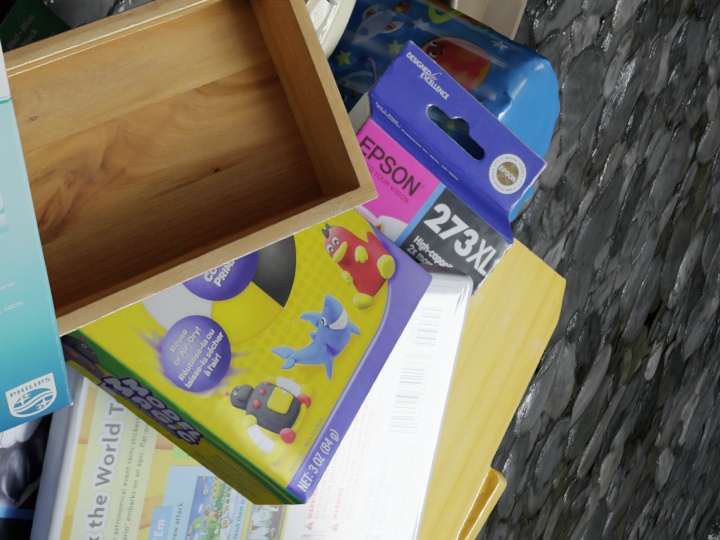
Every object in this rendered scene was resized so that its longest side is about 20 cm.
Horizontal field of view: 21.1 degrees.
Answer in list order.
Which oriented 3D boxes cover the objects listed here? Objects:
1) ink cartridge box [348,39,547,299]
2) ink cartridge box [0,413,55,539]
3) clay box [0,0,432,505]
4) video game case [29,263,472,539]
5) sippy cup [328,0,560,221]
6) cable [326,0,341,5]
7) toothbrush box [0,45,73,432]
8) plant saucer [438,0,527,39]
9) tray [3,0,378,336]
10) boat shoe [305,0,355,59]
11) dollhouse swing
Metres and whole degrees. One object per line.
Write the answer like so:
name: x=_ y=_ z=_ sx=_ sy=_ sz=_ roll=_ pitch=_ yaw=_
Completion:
ink cartridge box: x=0.000 y=0.000 z=0.889 sx=0.200 sy=0.095 sz=0.037 roll=-53 pitch=-162 yaw=-9
ink cartridge box: x=-0.140 y=0.076 z=0.853 sx=0.198 sy=0.043 sz=0.200 roll=-70 pitch=160 yaw=-1
clay box: x=-0.076 y=-0.010 z=0.759 sx=0.200 sy=0.048 sz=0.115 roll=40 pitch=65 yaw=-23
video game case: x=-0.050 y=0.088 z=0.842 sx=0.182 sy=0.023 sz=0.200 roll=6 pitch=102 yaw=-30
sippy cup: x=0.026 y=-0.081 z=0.986 sx=0.140 sy=0.130 sz=0.178 roll=-50 pitch=153 yaw=-38
cable: x=-0.024 y=-0.175 z=0.702 sx=0.097 sy=0.050 sz=0.200 roll=-67 pitch=160 yaw=-7
toothbrush box: x=-0.149 y=-0.055 z=0.507 sx=0.085 sy=0.147 sz=0.200 roll=-22 pitch=148 yaw=-15
plant saucer: x=0.073 y=-0.191 z=1.102 sx=0.200 sy=0.029 sz=0.200 roll=17 pitch=90 yaw=-76
tray: x=-0.096 y=-0.037 z=0.701 sx=0.200 sy=0.037 sz=0.099 roll=-25 pitch=97 yaw=-31
boat shoe: x=-0.020 y=-0.179 z=0.868 sx=0.065 sy=0.072 sz=0.200 roll=-16 pitch=130 yaw=-66
dollhouse swing: x=-0.006 y=0.063 z=1.018 sx=0.200 sy=0.181 sz=0.176 roll=28 pitch=72 yaw=-69
